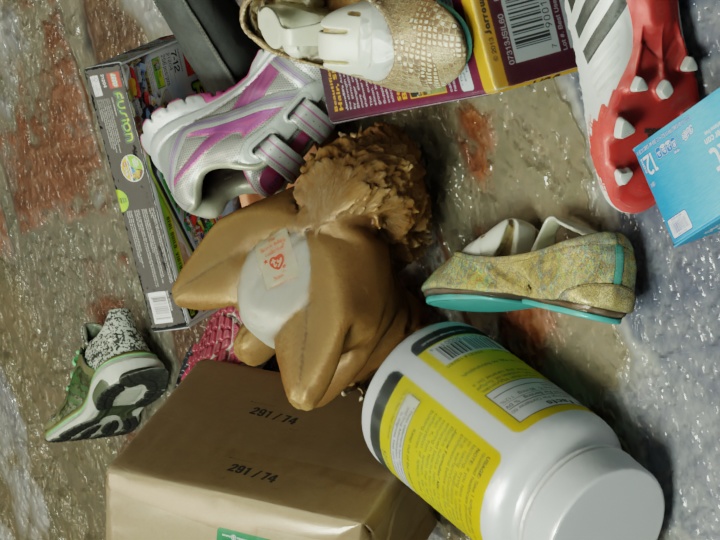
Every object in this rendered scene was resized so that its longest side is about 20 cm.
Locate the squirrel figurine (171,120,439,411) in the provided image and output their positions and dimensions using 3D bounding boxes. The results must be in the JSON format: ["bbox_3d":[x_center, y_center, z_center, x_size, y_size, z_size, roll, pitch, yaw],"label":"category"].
[{"bbox_3d":[0.000,0.000,1.716,0.141,0.186,0.201,30,94,32],"label":"squirrel figurine"}]

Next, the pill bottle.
[{"bbox_3d":[0.099,0.124,1.641,0.200,0.114,0.115,37,134,46],"label":"pill bottle"}]

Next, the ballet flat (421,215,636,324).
[{"bbox_3d":[0.111,-0.003,1.622,0.200,0.070,0.071,3,107,59],"label":"ballet flat"}]

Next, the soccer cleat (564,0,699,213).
[{"bbox_3d":[0.155,-0.136,1.480,0.085,0.068,0.201,-155,58,-63],"label":"soccer cleat"}]

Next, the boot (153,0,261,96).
[{"bbox_3d":[-0.133,-0.228,1.809,0.200,0.072,0.182,46,-156,-44],"label":"boot"}]

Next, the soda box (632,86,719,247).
[{"bbox_3d":[0.235,-0.081,1.365,0.200,0.068,0.064,-36,74,58],"label":"soda box"}]

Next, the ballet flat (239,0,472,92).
[{"bbox_3d":[-0.011,-0.146,1.570,0.200,0.065,0.071,17,118,55],"label":"ballet flat"}]

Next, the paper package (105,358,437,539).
[{"bbox_3d":[-0.061,0.161,1.787,0.199,0.191,0.104,10,118,17],"label":"paper package"}]

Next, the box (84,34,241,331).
[{"bbox_3d":[-0.137,-0.067,1.857,0.035,0.110,0.201,-7,104,31],"label":"box"}]

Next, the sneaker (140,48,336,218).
[{"bbox_3d":[-0.057,-0.099,1.756,0.199,0.081,0.089,-31,59,22],"label":"sneaker"}]

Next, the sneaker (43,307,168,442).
[{"bbox_3d":[-0.229,0.093,2.225,0.200,0.077,0.089,-41,56,52],"label":"sneaker"}]

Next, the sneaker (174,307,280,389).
[{"bbox_3d":[-0.095,0.076,1.962,0.200,0.074,0.081,130,158,-67],"label":"sneaker"}]

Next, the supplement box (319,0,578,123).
[{"bbox_3d":[0.051,-0.165,1.609,0.200,0.085,0.111,-4,101,59],"label":"supplement box"}]

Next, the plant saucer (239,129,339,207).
[{"bbox_3d":[-0.053,-0.051,1.885,0.200,0.037,0.201,33,131,49],"label":"plant saucer"}]
